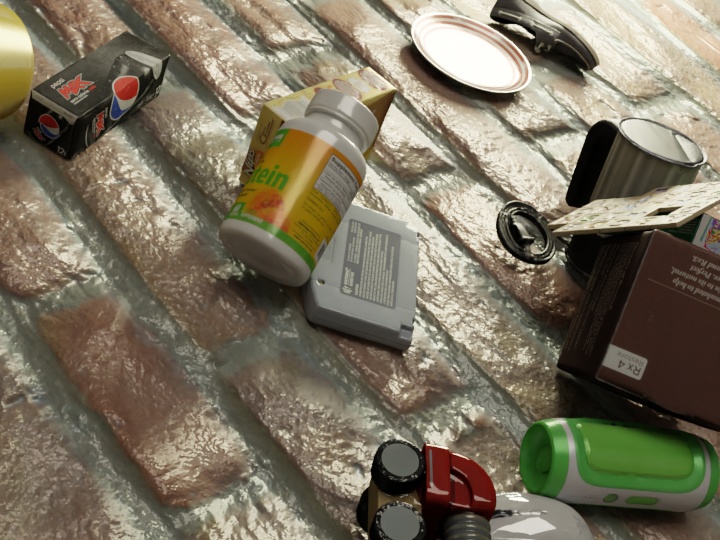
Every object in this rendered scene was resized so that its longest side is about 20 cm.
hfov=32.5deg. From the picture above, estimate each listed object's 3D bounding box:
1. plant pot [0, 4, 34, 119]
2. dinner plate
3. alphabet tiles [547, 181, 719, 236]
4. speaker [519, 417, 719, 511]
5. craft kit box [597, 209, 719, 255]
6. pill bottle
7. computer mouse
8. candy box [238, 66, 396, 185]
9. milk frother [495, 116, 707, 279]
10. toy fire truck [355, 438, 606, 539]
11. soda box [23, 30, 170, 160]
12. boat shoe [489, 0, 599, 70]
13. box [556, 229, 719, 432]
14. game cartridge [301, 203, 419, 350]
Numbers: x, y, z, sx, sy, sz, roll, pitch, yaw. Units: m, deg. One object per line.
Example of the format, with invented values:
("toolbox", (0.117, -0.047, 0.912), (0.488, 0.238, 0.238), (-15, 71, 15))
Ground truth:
("plant pot", (-0.457, -0.222, 1.304), (0.200, 0.202, 0.188), (40, 24, 19))
("dinner plate", (0.166, -0.326, 1.879), (0.198, 0.024, 0.201), (14, 39, -12))
("alphabet tiles", (0.313, -0.069, 1.374), (0.166, 0.008, 0.199), (-25, 15, -39))
("speaker", (0.267, 0.201, 1.273), (0.198, 0.089, 0.089), (8, 41, -20))
("craft kit box", (0.402, -0.016, 1.410), (0.196, 0.049, 0.200), (20, -1, -19))
("pill bottle", (-0.061, -0.094, 1.348), (0.110, 0.111, 0.201), (28, 71, 5))
("computer mouse", (0.145, 0.240, 1.195), (0.198, 0.044, 0.110), (12, 39, -15))
("candy box", (-0.050, -0.167, 1.503), (0.055, 0.116, 0.199), (41, 41, 20))
("milk frother", (0.292, -0.090, 1.533), (0.199, 0.190, 0.180), (-13, 41, -43))
("toy fire truck", (0.102, 0.239, 1.073), (0.197, 0.129, 0.177), (9, 45, -7))
("soda box", (-0.308, -0.210, 1.459), (0.070, 0.064, 0.200), (30, 39, 7))
("boat shoe", (0.295, -0.377, 1.997), (0.200, 0.073, 0.063), (40, 83, 11))
("box", (0.331, 0.065, 1.335), (0.164, 0.166, 0.200), (23, -2, -3))
("game cartridge", (0.000, 0.000, 1.403), (0.132, 0.042, 0.201), (14, 39, -6))
